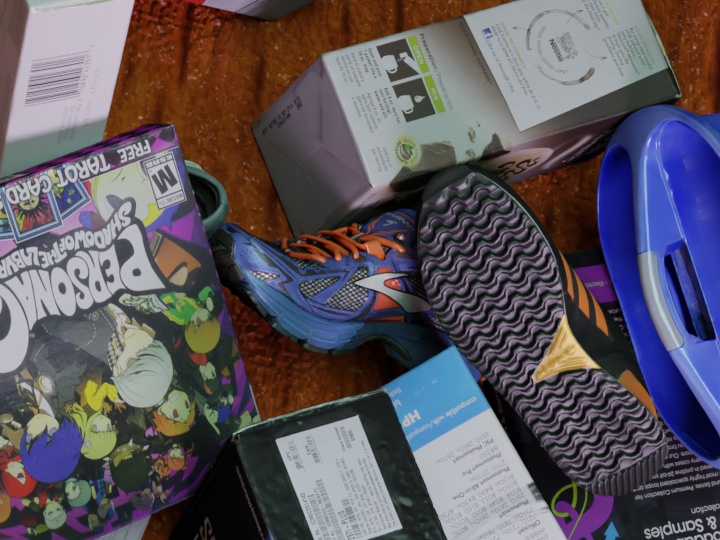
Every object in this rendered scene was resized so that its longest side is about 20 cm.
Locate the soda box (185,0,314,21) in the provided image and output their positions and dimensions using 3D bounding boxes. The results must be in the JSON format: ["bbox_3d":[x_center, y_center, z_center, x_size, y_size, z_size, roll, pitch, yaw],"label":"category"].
[{"bbox_3d":[-0.076,-0.181,1.441,0.200,0.068,0.064,4,67,-63],"label":"soda box"}]

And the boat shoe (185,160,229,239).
[{"bbox_3d":[-0.162,-0.048,1.424,0.199,0.062,0.073,13,72,-17],"label":"boat shoe"}]

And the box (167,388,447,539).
[{"bbox_3d":[-0.010,0.185,1.339,0.086,0.164,0.201,-15,71,-22],"label":"box"}]

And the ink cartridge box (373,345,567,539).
[{"bbox_3d":[0.074,0.151,1.400,0.068,0.116,0.201,-30,72,-1],"label":"ink cartridge box"}]

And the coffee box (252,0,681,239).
[{"bbox_3d":[0.058,-0.087,1.500,0.199,0.113,0.080,-18,81,-26],"label":"coffee box"}]

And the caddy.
[{"bbox_3d":[0.195,0.006,1.469,0.104,0.141,0.201,-15,84,-28],"label":"caddy"}]

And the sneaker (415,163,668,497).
[{"bbox_3d":[0.089,0.023,1.442,0.070,0.090,0.201,-31,108,11],"label":"sneaker"}]

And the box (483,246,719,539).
[{"bbox_3d":[0.144,0.087,1.525,0.142,0.036,0.201,-8,75,-24],"label":"box"}]

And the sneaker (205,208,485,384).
[{"bbox_3d":[0.000,0.000,1.438,0.199,0.075,0.079,14,104,-44],"label":"sneaker"}]

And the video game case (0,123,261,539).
[{"bbox_3d":[-0.155,0.044,1.344,0.199,0.036,0.183,-21,103,-27],"label":"video game case"}]

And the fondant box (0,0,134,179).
[{"bbox_3d":[-0.181,-0.161,1.376,0.058,0.145,0.201,-12,59,-23],"label":"fondant box"}]

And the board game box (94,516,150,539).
[{"bbox_3d":[-0.172,0.119,1.382,0.126,0.035,0.201,28,65,-12],"label":"board game box"}]
